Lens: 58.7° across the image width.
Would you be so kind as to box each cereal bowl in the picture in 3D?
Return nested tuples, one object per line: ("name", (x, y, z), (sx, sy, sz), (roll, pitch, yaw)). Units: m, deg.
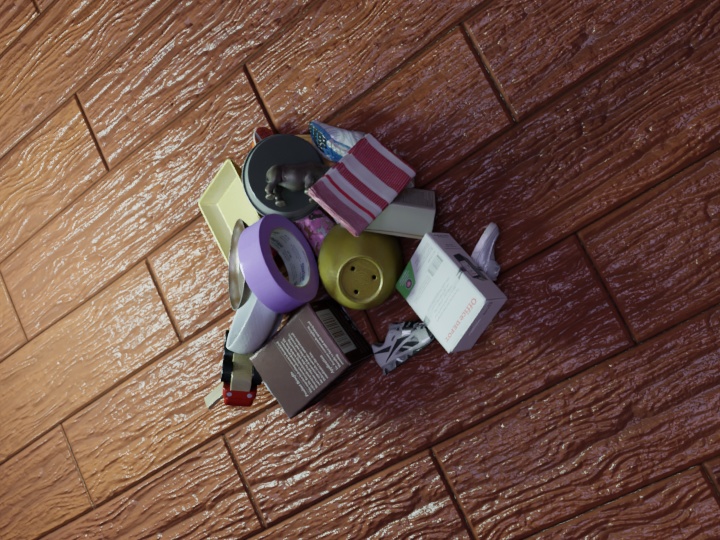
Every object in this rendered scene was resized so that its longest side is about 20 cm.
("cereal bowl", (-0.226, 0.099, 1.451), (0.082, 0.201, 0.204), (25, 103, -18))

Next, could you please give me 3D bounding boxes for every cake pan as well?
("cake pan", (-0.168, -0.212, 1.434), (0.193, 0.037, 0.208), (1, 81, -9))

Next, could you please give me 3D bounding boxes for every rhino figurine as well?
("rhino figurine", (-0.113, -0.196, 1.388), (0.193, 0.060, 0.090), (-6, 65, -12))

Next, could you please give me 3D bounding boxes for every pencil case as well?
("pencil case", (-0.136, -0.117, 1.490), (0.199, 0.083, 0.087), (40, 71, 15))

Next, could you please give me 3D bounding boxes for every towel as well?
("towel", (0.006, -0.180, 1.309), (0.143, 0.023, 0.200), (39, 69, 13))

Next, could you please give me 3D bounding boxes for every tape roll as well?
("tape roll", (-0.173, -0.016, 1.375), (0.065, 0.199, 0.205), (-26, 83, 25))

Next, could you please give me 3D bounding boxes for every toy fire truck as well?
("toy fire truck", (-0.305, 0.266, 1.526), (0.124, 0.178, 0.205), (6, 120, -12))

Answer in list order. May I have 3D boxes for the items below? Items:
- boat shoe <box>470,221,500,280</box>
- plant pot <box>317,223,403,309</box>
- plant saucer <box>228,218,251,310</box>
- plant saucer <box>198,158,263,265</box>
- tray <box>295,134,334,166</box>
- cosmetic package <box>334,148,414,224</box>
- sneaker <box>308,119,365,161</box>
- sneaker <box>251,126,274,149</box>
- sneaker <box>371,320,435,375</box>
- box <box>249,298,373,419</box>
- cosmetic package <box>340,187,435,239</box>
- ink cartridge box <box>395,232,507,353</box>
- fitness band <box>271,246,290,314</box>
("boat shoe", (0.257, 0.003, 1.348), (0.067, 0.072, 0.205), (24, 100, 15))
("plant pot", (0.000, 0.000, 1.371), (0.193, 0.142, 0.207), (0, 104, 0))
("plant saucer", (-0.267, -0.013, 1.445), (0.031, 0.199, 0.207), (4, 95, -23))
("plant saucer", (-0.295, -0.133, 1.537), (0.199, 0.048, 0.204), (-38, 77, 44))
("tray", (-0.084, -0.264, 1.488), (0.194, 0.037, 0.102), (2, 93, 20))
("cosmetic package", (0.019, -0.178, 1.429), (0.197, 0.051, 0.083), (-30, 111, 19))
("sneaker", (-0.033, -0.283, 1.423), (0.086, 0.076, 0.199), (-41, 63, -20))
("sneaker", (-0.226, -0.236, 1.498), (0.071, 0.078, 0.206), (7, 61, -11))
("sneaker", (0.105, 0.143, 1.408), (0.198, 0.074, 0.090), (-36, 82, 18))
("box", (-0.106, 0.191, 1.442), (0.199, 0.164, 0.168), (-41, 79, 17))
("cosmetic package", (0.060, -0.131, 1.363), (0.193, 0.104, 0.075), (8, 120, 2))
("ink cartridge box", (0.181, 0.044, 1.311), (0.201, 0.083, 0.148), (52, 125, 32))
("fitness band", (-0.191, 0.021, 1.524), (0.145, 0.037, 0.200), (50, 118, 10))
